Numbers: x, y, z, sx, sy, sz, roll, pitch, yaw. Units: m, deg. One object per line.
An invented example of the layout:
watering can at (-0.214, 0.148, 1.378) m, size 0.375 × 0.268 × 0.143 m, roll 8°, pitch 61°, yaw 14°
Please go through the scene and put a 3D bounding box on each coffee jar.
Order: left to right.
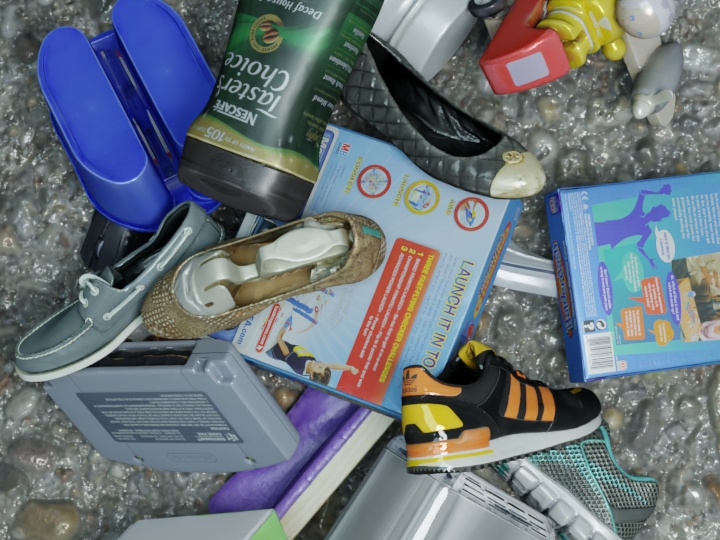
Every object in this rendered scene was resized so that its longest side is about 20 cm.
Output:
coffee jar at (-0.062, -0.141, 1.281) m, size 0.104 × 0.085 × 0.200 m, roll 20°, pitch 91°, yaw 20°

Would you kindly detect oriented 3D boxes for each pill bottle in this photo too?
pill bottle at (-0.003, -0.247, 1.370) m, size 0.200 × 0.113 × 0.113 m, roll 38°, pitch 93°, yaw 8°

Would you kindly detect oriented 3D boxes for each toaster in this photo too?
toaster at (0.057, 0.213, 1.313) m, size 0.200 × 0.114 × 0.129 m, roll 33°, pitch 85°, yaw -35°

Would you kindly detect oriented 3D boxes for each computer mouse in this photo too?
computer mouse at (-0.233, 0.005, 1.423) m, size 0.059 × 0.034 × 0.200 m, roll 30°, pitch 88°, yaw 28°

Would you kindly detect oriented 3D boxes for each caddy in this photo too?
caddy at (-0.180, -0.128, 1.395) m, size 0.141 × 0.105 × 0.200 m, roll -26°, pitch 68°, yaw -6°

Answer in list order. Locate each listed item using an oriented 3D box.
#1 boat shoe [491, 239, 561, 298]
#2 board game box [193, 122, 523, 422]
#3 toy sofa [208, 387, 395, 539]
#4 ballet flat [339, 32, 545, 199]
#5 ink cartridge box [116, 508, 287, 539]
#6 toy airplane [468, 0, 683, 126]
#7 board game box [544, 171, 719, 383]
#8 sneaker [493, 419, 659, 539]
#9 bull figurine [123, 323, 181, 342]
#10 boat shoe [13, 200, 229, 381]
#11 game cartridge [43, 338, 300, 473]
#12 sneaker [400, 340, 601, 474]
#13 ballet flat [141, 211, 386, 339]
boat shoe at (0.083, -0.030, 1.367) m, size 0.200 × 0.074 × 0.067 m, roll 16°, pitch 92°, yaw 10°
board game box at (0.000, 0.000, 1.318) m, size 0.196 × 0.056 × 0.200 m, roll 20°, pitch 80°, yaw 16°
toy sofa at (-0.041, 0.156, 1.375) m, size 0.098 × 0.083 × 0.200 m, roll 41°, pitch 94°, yaw 7°
ballet flat at (0.057, -0.114, 1.285) m, size 0.200 × 0.066 × 0.057 m, roll 35°, pitch 135°, yaw 26°
ink cartridge box at (-0.106, 0.296, 1.323) m, size 0.145 × 0.084 × 0.200 m, roll -10°, pitch 110°, yaw 32°
toy airplane at (0.198, -0.215, 1.302) m, size 0.200 × 0.141 × 0.200 m, roll 9°, pitch 103°, yaw -34°
board game box at (0.254, 0.001, 1.327) m, size 0.200 × 0.045 × 0.152 m, roll -6°, pitch 86°, yaw -10°
sneaker at (0.157, 0.144, 1.361) m, size 0.091 × 0.078 × 0.200 m, roll -44°, pitch 85°, yaw -12°
bull figurine at (-0.119, 0.012, 1.400) m, size 0.200 × 0.065 × 0.122 m, roll -8°, pitch 80°, yaw 4°
boat shoe at (-0.197, 0.014, 1.338) m, size 0.200 × 0.073 × 0.062 m, roll -32°, pitch 126°, yaw -2°
game cartridge at (-0.151, 0.111, 1.354) m, size 0.200 × 0.133 × 0.042 m, roll -3°, pitch 50°, yaw 33°
sneaker at (0.108, 0.092, 1.254) m, size 0.070 × 0.200 × 0.090 m, roll -10°, pitch 90°, yaw 46°
ballet flat at (-0.080, -0.003, 1.272) m, size 0.200 × 0.065 × 0.071 m, roll -21°, pitch 72°, yaw 7°
